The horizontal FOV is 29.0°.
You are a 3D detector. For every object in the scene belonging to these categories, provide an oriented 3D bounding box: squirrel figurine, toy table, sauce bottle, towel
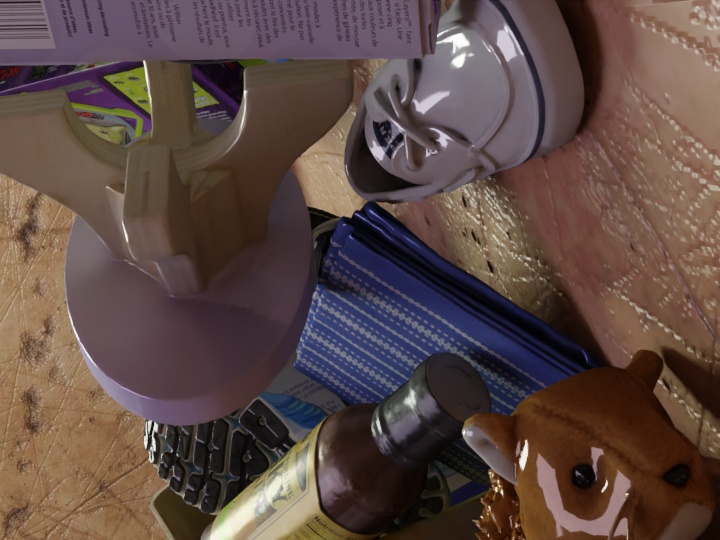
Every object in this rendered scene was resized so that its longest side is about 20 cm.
[{"bbox_3d":[0.093,0.129,0.581,0.200,0.141,0.188,16,125,69],"label":"squirrel figurine"},{"bbox_3d":[-0.089,-0.041,0.679,0.118,0.183,0.201,83,169,-45],"label":"toy table"},{"bbox_3d":[-0.010,0.110,0.714,0.200,0.064,0.065,-44,68,35],"label":"sauce bottle"},{"bbox_3d":[0.038,0.046,0.721,0.144,0.024,0.200,33,156,4],"label":"towel"}]

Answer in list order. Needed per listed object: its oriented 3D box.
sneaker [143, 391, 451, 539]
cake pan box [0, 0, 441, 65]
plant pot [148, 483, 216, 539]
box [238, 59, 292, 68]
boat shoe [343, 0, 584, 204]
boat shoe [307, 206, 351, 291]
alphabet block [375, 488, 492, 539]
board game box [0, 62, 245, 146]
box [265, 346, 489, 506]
[{"bbox_3d":[-0.038,0.115,0.834,0.199,0.079,0.090,20,-176,16],"label":"sneaker"},{"bbox_3d":[-0.067,-0.164,0.490,0.052,0.183,0.201,-71,-23,-54],"label":"cake pan box"},{"bbox_3d":[-0.019,0.211,1.078,0.178,0.199,0.200,57,169,-19],"label":"plant pot"},{"bbox_3d":[-0.075,-0.163,0.736,0.121,0.048,0.200,28,169,-7],"label":"box"},{"bbox_3d":[0.035,-0.062,0.581,0.074,0.065,0.200,62,167,7],"label":"boat shoe"},{"bbox_3d":[0.000,0.000,0.839,0.200,0.075,0.061,33,150,43],"label":"boat shoe"},{"bbox_3d":[0.053,0.259,0.749,0.201,0.194,0.197,56,142,23],"label":"alphabet block"},{"bbox_3d":[-0.145,-0.093,0.845,0.199,0.032,0.120,-7,146,34],"label":"board game box"},{"bbox_3d":[-0.001,0.094,0.904,0.201,0.118,0.042,60,166,18],"label":"box"}]
